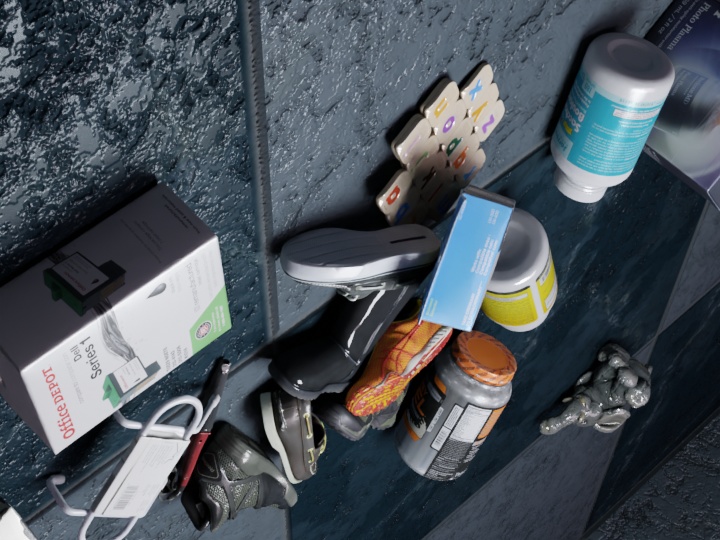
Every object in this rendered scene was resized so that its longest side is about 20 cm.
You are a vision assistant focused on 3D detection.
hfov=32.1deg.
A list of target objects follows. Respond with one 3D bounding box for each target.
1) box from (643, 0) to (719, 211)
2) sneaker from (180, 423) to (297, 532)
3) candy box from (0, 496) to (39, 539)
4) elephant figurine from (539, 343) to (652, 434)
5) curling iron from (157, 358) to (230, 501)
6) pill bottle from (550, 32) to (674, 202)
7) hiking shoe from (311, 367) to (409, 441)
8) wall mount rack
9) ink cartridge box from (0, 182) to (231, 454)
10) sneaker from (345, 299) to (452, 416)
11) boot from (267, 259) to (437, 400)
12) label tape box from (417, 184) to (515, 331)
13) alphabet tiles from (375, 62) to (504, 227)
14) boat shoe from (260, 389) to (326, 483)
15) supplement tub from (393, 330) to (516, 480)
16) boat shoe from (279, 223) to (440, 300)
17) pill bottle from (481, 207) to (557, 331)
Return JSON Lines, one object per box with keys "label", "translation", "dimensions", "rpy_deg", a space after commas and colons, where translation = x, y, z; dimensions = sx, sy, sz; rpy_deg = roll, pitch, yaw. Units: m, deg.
{"label": "box", "translation": [0.445, -0.222, 1.606], "dimensions": [0.201, 0.198, 0.123], "rpy_deg": [-52, 154, 8]}
{"label": "sneaker", "translation": [-0.150, 0.262, 1.501], "dimensions": [0.114, 0.076, 0.200], "rpy_deg": [-44, 151, -3]}
{"label": "candy box", "translation": [-0.373, 0.323, 1.159], "dimensions": [0.200, 0.061, 0.137], "rpy_deg": [-43, 123, -23]}
{"label": "elephant figurine", "translation": [0.450, 0.245, 2.387], "dimensions": [0.200, 0.155, 0.142], "rpy_deg": [-46, -160, 22]}
{"label": "curling iron", "translation": [-0.183, 0.181, 1.384], "dimensions": [0.049, 0.026, 0.201], "rpy_deg": [-12, 137, -55]}
{"label": "pill bottle", "translation": [0.301, -0.181, 1.538], "dimensions": [0.110, 0.111, 0.201], "rpy_deg": [-26, 147, -37]}
{"label": "hiking shoe", "translation": [0.006, 0.154, 1.609], "dimensions": [0.102, 0.075, 0.200], "rpy_deg": [-62, 161, 11]}
{"label": "wall mount rack", "translation": [-0.218, 0.189, 1.280], "dimensions": [0.173, 0.075, 0.201], "rpy_deg": [15, 115, -51]}
{"label": "ink cartridge box", "translation": [-0.217, 0.043, 1.070], "dimensions": [0.199, 0.084, 0.147], "rpy_deg": [-37, 152, -22]}
{"label": "sneaker", "translation": [0.035, 0.111, 1.562], "dimensions": [0.200, 0.077, 0.073], "rpy_deg": [-41, 163, -43]}
{"label": "boot", "translation": [-0.006, 0.049, 1.430], "dimensions": [0.201, 0.066, 0.164], "rpy_deg": [-52, 162, 15]}
{"label": "label tape box", "translation": [0.119, -0.013, 1.380], "dimensions": [0.200, 0.065, 0.145], "rpy_deg": [-51, 160, -80]}
{"label": "alphabet tiles", "translation": [0.089, -0.130, 1.380], "dimensions": [0.196, 0.015, 0.200], "rpy_deg": [-53, 155, -7]}
{"label": "boat shoe", "translation": [-0.072, 0.203, 1.521], "dimensions": [0.060, 0.072, 0.202], "rpy_deg": [-13, 150, 3]}
{"label": "supplement tub", "translation": [0.138, 0.192, 1.794], "dimensions": [0.122, 0.122, 0.201], "rpy_deg": [-13, 138, -50]}
{"label": "boat shoe", "translation": [0.000, 0.000, 1.328], "dimensions": [0.198, 0.072, 0.072], "rpy_deg": [-4, 129, -34]}
{"label": "pill bottle", "translation": [0.199, 0.007, 1.640], "dimensions": [0.112, 0.112, 0.200], "rpy_deg": [-44, 154, -7]}
